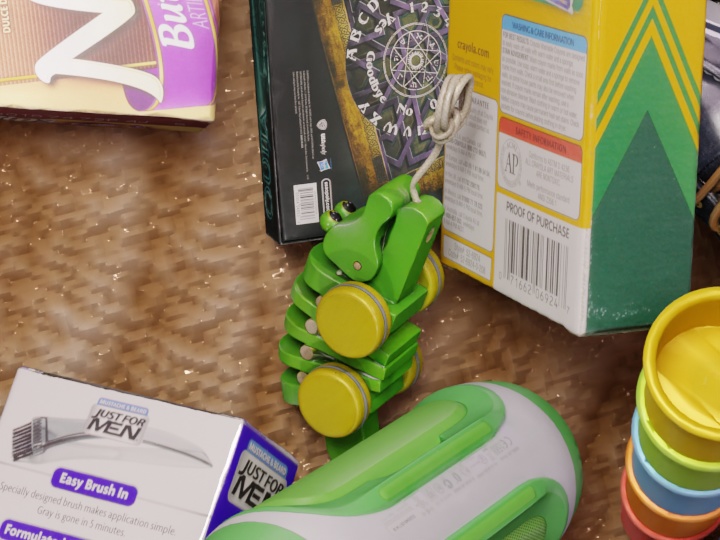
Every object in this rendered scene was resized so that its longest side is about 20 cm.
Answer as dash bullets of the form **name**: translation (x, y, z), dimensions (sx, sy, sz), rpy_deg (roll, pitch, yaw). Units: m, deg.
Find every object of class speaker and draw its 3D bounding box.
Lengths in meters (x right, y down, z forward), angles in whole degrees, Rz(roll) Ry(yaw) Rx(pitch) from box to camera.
- **speaker**: translation (0.012, 0.106, 0.907), dimensions (0.088, 0.200, 0.089), rpy_deg (10, 110, 30)

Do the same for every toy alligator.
- **toy alligator**: translation (0.000, 0.000, 0.950), dimensions (0.054, 0.059, 0.201), rpy_deg (25, 121, 20)

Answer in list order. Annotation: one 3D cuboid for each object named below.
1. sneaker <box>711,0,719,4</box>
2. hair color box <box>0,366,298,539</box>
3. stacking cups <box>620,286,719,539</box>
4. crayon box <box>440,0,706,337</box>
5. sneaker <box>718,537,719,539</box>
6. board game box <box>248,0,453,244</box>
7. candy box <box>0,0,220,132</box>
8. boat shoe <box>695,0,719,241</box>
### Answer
- **sneaker**: translation (0.184, -0.096, 0.998), dimensions (0.199, 0.079, 0.074), rpy_deg (15, 89, -10)
- **hair color box**: translation (-0.110, 0.148, 0.905), dimensions (0.109, 0.065, 0.201), rpy_deg (11, 75, 27)
- **stacking cups**: translation (0.128, 0.072, 0.927), dimensions (0.060, 0.200, 0.061), rpy_deg (1, 66, -2)
- **crayon box**: translation (0.081, -0.088, 0.905), dimensions (0.051, 0.126, 0.201), rpy_deg (-5, 105, -23)
- **sneaker**: translation (0.168, 0.134, 0.946), dimensions (0.105, 0.076, 0.200), rpy_deg (15, 118, -30)
- **board game box**: translation (0.020, -0.118, 0.964), dimensions (0.135, 0.028, 0.201), rpy_deg (-7, 105, -16)
- **candy box**: translation (-0.114, -0.160, 0.949), dimensions (0.116, 0.056, 0.201), rpy_deg (4, 88, -12)
- **boat shoe**: translation (0.164, -0.032, 0.946), dimensions (0.200, 0.091, 0.071), rpy_deg (35, 129, -9)
